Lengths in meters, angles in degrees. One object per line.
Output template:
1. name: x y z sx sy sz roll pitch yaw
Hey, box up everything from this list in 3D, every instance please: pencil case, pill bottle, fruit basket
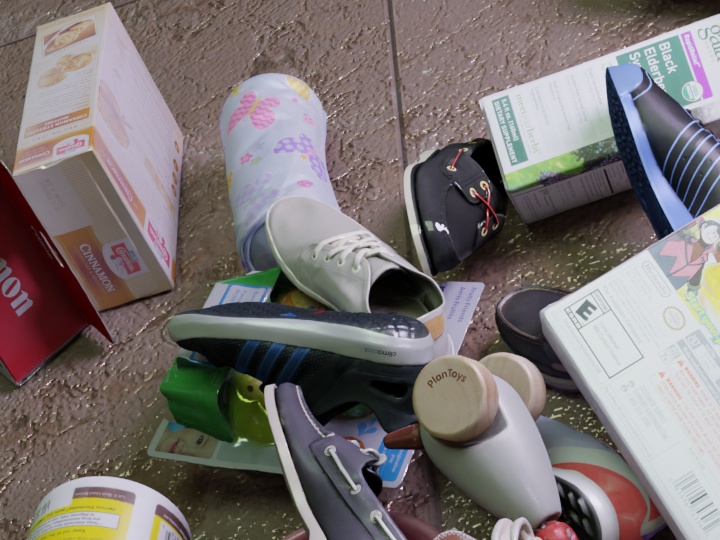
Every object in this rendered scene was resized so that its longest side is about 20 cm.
1. pencil case: -0.061 -0.073 1.501 0.090 0.084 0.201 -18 40 3
2. pill bottle: -0.174 0.238 1.200 0.108 0.110 0.201 -11 41 18
3. fruit basket: -0.033 0.065 1.321 0.199 0.094 0.186 0 46 32

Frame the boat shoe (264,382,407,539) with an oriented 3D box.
1. boat shoe: -0.008 0.138 1.141 0.062 0.073 0.201 -21 44 -5

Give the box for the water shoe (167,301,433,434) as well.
1. water shoe: -0.045 0.066 1.234 0.199 0.080 0.071 4 8 33

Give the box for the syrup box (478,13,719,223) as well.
1. syrup box: 0.196 -0.111 1.386 0.198 0.081 0.079 -19 69 10

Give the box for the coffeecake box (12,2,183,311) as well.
1. coffeecake box: -0.210 -0.094 1.548 0.072 0.154 0.201 -17 40 12

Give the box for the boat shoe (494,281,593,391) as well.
1. boat shoe: 0.163 0.040 1.256 0.074 0.074 0.199 -41 37 -23

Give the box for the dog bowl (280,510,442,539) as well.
1. dog bowl: -0.002 0.231 1.143 0.198 0.074 0.201 -15 41 14

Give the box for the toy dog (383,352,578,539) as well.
1. toy dog: 0.072 0.141 1.112 0.096 0.132 0.201 -30 50 26

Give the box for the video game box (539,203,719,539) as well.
1. video game box: 0.235 0.063 1.136 0.181 0.047 0.201 -31 67 -2

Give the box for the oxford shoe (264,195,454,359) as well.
1. oxford shoe: 0.000 0.000 1.301 0.075 0.058 0.200 -24 46 -21

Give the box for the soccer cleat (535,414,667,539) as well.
1. soccer cleat: 0.120 0.124 1.213 0.073 0.069 0.200 -11 24 -27

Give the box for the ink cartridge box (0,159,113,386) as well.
1. ink cartridge box: -0.301 -0.017 1.474 0.084 0.201 0.175 -41 40 -17

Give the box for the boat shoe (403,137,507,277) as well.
1. boat shoe: 0.071 -0.050 1.372 0.063 0.074 0.202 -10 16 13

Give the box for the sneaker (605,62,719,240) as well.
1. sneaker: 0.231 -0.063 1.285 0.077 0.070 0.201 -19 65 -4
